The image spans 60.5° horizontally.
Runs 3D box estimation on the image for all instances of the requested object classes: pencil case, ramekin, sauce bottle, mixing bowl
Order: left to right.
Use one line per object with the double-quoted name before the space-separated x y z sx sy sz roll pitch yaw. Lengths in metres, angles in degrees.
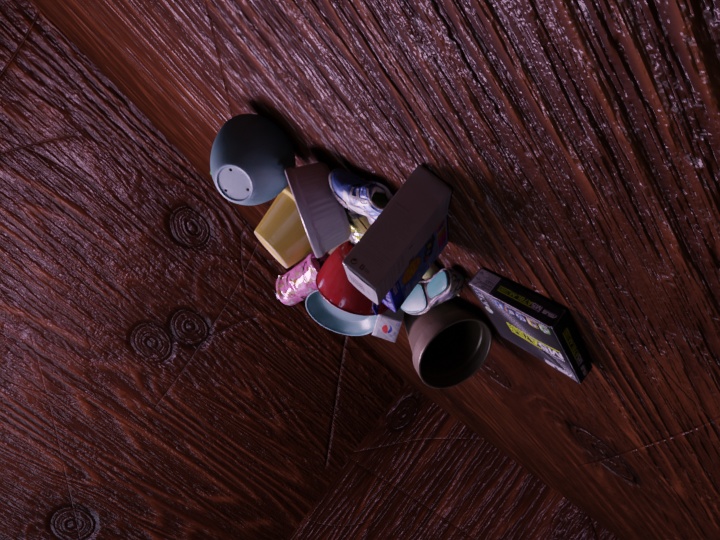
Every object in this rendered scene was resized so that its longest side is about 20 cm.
"pencil case" -0.142 0.020 1.593 0.085 0.085 0.198 9 152 -39
"ramekin" -0.088 -0.138 1.336 0.202 0.092 0.207 159 91 -89
"mixing bowl" 0.000 0.000 1.450 0.199 0.198 0.110 37 128 25
"sauce bottle" 0.040 -0.083 1.339 0.064 0.065 0.201 29 163 50

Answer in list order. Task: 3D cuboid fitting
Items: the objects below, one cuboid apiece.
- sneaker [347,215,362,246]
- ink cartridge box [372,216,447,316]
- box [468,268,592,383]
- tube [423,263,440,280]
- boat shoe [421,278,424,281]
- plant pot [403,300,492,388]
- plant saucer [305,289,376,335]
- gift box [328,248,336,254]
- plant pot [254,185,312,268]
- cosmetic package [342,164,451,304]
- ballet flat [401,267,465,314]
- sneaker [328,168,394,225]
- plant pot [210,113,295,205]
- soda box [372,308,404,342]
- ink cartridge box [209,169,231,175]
"sneaker" -0.023 -0.128 1.444 0.199 0.074 0.078 39 140 31
"ink cartridge box" 0.070 -0.017 1.098 0.076 0.201 0.137 36 170 20
"box" 0.308 0.099 1.123 0.199 0.048 0.194 33 164 47
"tube" 0.140 -0.008 1.344 0.199 0.051 0.059 42 -150 -34
"boat shoe" 0.119 0.016 1.481 0.200 0.074 0.062 -137 39 -63
"plant pot" 0.187 0.146 1.471 0.201 0.199 0.174 49 -177 -41
"plant saucer" -0.044 0.096 1.583 0.194 0.037 0.202 12 144 9
"gift box" -0.018 0.029 1.700 0.185 0.188 0.199 47 168 -30
"plant pot" -0.167 -0.119 1.601 0.201 0.189 0.201 44 169 10
"cosmetic package" 0.060 -0.054 0.976 0.073 0.201 0.102 37 171 13
"ballet flat" 0.158 0.049 1.319 0.072 0.073 0.200 42 148 -9
"sneaker" 0.015 -0.148 1.191 0.198 0.075 0.078 37 148 25
"plant pot" -0.257 -0.227 1.385 0.194 0.136 0.204 8 127 10
"soda box" 0.080 0.084 1.529 0.062 0.202 0.070 17 124 2
"ink cartridge box" -0.309 -0.289 1.591 0.083 0.148 0.199 41 172 -15
